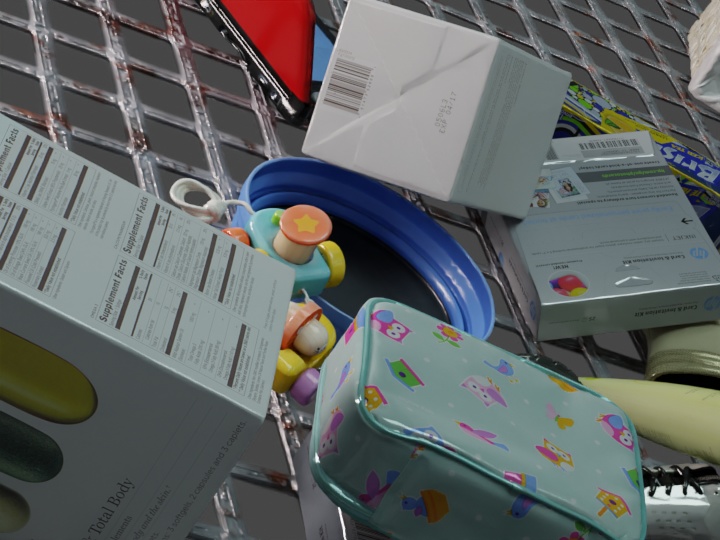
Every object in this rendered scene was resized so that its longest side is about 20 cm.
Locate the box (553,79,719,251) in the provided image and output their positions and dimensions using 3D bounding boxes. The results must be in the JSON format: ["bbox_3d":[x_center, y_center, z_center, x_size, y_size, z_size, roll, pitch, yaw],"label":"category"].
[{"bbox_3d":[0.234,-0.090,1.877,0.200,0.064,0.070,28,28,-10],"label":"box"}]

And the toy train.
[{"bbox_3d":[-0.078,0.007,1.351,0.150,0.056,0.200,23,41,-8],"label":"toy train"}]

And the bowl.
[{"bbox_3d":[0.000,0.000,1.510,0.200,0.039,0.201,25,29,-15],"label":"bowl"}]

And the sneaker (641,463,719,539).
[{"bbox_3d":[0.193,0.152,1.436,0.200,0.080,0.074,16,34,-27],"label":"sneaker"}]

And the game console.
[{"bbox_3d":[-0.053,-0.217,1.711,0.172,0.119,0.200,2,42,-45],"label":"game console"}]

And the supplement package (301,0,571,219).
[{"bbox_3d":[0.060,-0.115,1.583,0.120,0.121,0.200,19,4,20],"label":"supplement package"}]

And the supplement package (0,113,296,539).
[{"bbox_3d":[-0.163,0.044,1.143,0.200,0.152,0.151,28,29,-11],"label":"supplement package"}]

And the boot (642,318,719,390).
[{"bbox_3d":[0.304,0.080,1.668,0.200,0.073,0.155,23,28,-10],"label":"boot"}]

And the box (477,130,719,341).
[{"bbox_3d":[0.183,-0.031,1.686,0.156,0.041,0.200,-6,39,-13],"label":"box"}]

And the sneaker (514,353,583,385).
[{"bbox_3d":[0.073,0.104,1.406,0.200,0.076,0.091,5,49,-32],"label":"sneaker"}]

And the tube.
[{"bbox_3d":[0.207,0.097,1.496,0.200,0.052,0.058,11,-47,61],"label":"tube"}]

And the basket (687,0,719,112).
[{"bbox_3d":[0.465,-0.239,2.220,0.200,0.198,0.161,29,26,-9],"label":"basket"}]

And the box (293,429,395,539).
[{"bbox_3d":[0.064,0.178,1.279,0.200,0.041,0.156,20,31,-24],"label":"box"}]

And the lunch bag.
[{"bbox_3d":[0.070,0.105,1.261,0.200,0.077,0.160,27,27,-14],"label":"lunch bag"}]
